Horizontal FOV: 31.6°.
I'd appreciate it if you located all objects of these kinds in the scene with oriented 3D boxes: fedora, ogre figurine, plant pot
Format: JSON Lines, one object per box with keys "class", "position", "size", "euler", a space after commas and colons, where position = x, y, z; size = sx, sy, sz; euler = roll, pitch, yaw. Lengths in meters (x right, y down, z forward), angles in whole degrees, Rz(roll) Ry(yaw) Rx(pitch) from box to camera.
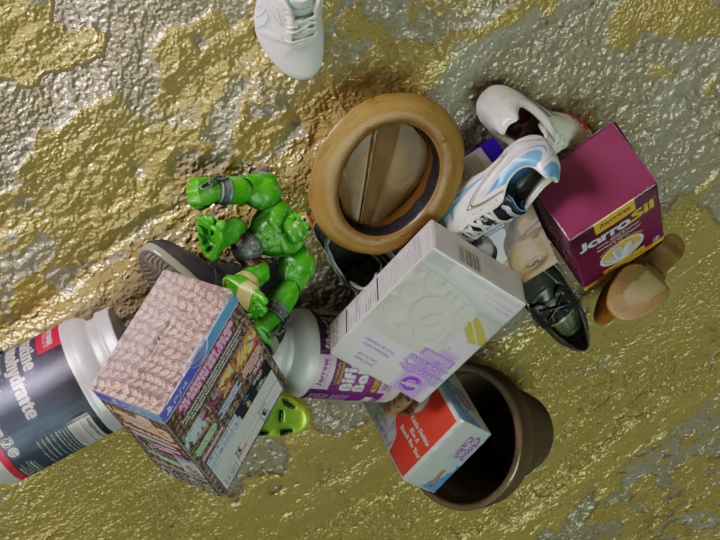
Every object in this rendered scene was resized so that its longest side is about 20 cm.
{"class": "fedora", "position": [0.022, -0.119, 1.461], "size": [0.199, 0.082, 0.202], "euler": [-9, 122, -15]}
{"class": "ogre figurine", "position": [-0.116, -0.033, 1.442], "size": [0.120, 0.201, 0.098], "euler": [-41, -173, -38]}
{"class": "plant pot", "position": [0.186, 0.235, 1.807], "size": [0.174, 0.201, 0.201], "euler": [8, 126, -52]}

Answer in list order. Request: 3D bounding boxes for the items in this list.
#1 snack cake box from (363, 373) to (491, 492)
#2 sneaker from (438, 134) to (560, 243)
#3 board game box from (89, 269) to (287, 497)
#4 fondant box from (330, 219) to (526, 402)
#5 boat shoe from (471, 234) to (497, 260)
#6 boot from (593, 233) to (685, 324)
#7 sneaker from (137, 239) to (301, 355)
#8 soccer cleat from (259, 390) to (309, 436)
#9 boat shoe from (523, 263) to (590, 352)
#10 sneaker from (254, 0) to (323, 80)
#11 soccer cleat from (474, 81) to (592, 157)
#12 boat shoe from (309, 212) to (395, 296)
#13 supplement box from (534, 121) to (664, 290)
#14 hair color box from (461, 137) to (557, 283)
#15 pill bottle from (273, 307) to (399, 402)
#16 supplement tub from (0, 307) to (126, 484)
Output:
{"class": "snack cake box", "position": [0.075, 0.173, 1.666], "size": [0.067, 0.201, 0.115], "euler": [28, 113, -41]}
{"class": "sneaker", "position": [0.150, -0.076, 1.483], "size": [0.072, 0.073, 0.200], "euler": [26, 126, -34]}
{"class": "board game box", "position": [-0.185, 0.128, 1.420], "size": [0.160, 0.096, 0.201], "euler": [-60, 150, -26]}
{"class": "fondant box", "position": [0.078, 0.052, 1.511], "size": [0.144, 0.059, 0.200], "euler": [30, 123, -23]}
{"class": "boat shoe", "position": [0.128, 0.039, 1.586], "size": [0.056, 0.069, 0.201], "euler": [8, 127, -24]}
{"class": "boot", "position": [0.356, 0.039, 1.717], "size": [0.201, 0.071, 0.144], "euler": [-42, 173, -42]}
{"class": "sneaker", "position": [-0.165, 0.008, 1.502], "size": [0.200, 0.107, 0.075], "euler": [39, 143, -19]}
{"class": "soccer cleat", "position": [-0.149, 0.161, 1.575], "size": [0.198, 0.084, 0.065], "euler": [3, 103, 21]}
{"class": "boat shoe", "position": [0.268, 0.047, 1.752], "size": [0.072, 0.066, 0.201], "euler": [-37, 135, 8]}
{"class": "sneaker", "position": [-0.071, -0.269, 1.291], "size": [0.070, 0.080, 0.201], "euler": [-22, 136, -11]}
{"class": "soccer cleat", "position": [0.218, -0.159, 1.531], "size": [0.199, 0.087, 0.070], "euler": [18, 118, -38]}
{"class": "boat shoe", "position": [0.000, 0.000, 1.562], "size": [0.072, 0.071, 0.200], "euler": [-31, 133, 17]}
{"class": "supplement box", "position": [0.298, -0.076, 1.594], "size": [0.130, 0.104, 0.200], "euler": [-33, 156, 4]}
{"class": "hair color box", "position": [0.166, -0.060, 1.609], "size": [0.109, 0.065, 0.200], "euler": [-32, 137, 2]}
{"class": "pill bottle", "position": [-0.046, 0.106, 1.607], "size": [0.198, 0.113, 0.113], "euler": [6, 125, -29]}
{"class": "supplement tub", "position": [-0.350, 0.142, 1.462], "size": [0.199, 0.141, 0.141], "euler": [-28, 136, -3]}
